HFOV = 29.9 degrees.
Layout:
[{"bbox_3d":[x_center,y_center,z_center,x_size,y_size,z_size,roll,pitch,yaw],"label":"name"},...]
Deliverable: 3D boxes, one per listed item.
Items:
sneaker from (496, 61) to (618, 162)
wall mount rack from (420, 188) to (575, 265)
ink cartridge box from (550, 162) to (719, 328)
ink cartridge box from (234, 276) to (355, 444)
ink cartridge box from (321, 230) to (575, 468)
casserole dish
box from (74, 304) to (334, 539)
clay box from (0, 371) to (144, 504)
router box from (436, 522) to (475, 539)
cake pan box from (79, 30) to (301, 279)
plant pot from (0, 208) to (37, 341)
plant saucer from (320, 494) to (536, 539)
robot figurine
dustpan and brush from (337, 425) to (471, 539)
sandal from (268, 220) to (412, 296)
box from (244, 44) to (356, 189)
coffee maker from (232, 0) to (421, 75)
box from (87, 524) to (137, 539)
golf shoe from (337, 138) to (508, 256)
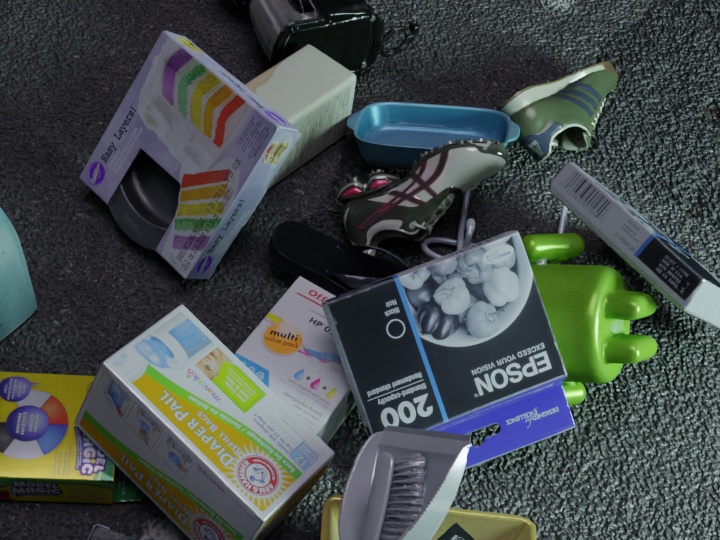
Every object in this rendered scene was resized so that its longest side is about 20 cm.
[{"bbox_3d":[0.253,-0.185,1.629,0.199,0.067,0.090,-22,80,-39],"label":"sneaker"},{"bbox_3d":[0.170,-0.044,1.484,0.198,0.075,0.174,13,25,-1],"label":"wall mount rack"},{"bbox_3d":[0.310,-0.017,1.410,0.198,0.043,0.199,46,12,31],"label":"ink cartridge box"},{"bbox_3d":[-0.047,0.087,1.333,0.114,0.068,0.200,28,51,12],"label":"ink cartridge box"},{"bbox_3d":[0.088,0.090,1.269,0.196,0.043,0.202,-20,93,-5],"label":"ink cartridge box"},{"bbox_3d":[0.083,-0.150,1.547,0.197,0.039,0.122,4,31,8],"label":"casserole dish"},{"bbox_3d":[-0.140,0.150,1.207,0.200,0.102,0.112,42,45,8],"label":"box"},{"bbox_3d":[-0.296,0.153,1.244,0.197,0.048,0.116,2,51,-8],"label":"clay box"},{"bbox_3d":[0.064,0.325,1.097,0.150,0.062,0.199,40,55,20],"label":"router box"},{"bbox_3d":[-0.184,-0.117,1.411,0.184,0.201,0.052,43,18,23],"label":"cake pan box"},{"bbox_3d":[-0.441,-0.021,1.261,0.195,0.201,0.196,32,51,17],"label":"plant pot"},{"bbox_3d":[0.056,0.305,1.184,0.198,0.049,0.201,7,49,-5],"label":"plant saucer"},{"bbox_3d":[0.193,0.052,1.351,0.198,0.178,0.115,1,6,29],"label":"robot figurine"},{"bbox_3d":[0.014,0.228,1.155,0.057,0.139,0.202,22,77,-32],"label":"dustpan and brush"},{"bbox_3d":[-0.001,0.000,1.415,0.198,0.043,0.077,21,45,-6],"label":"sandal"},{"bbox_3d":[-0.100,-0.161,1.514,0.077,0.096,0.200,36,52,22],"label":"box"},{"bbox_3d":[-0.064,-0.331,1.657,0.191,0.135,0.201,2,47,-40],"label":"coffee maker"},{"bbox_3d":[-0.224,0.317,1.119,0.081,0.049,0.201,19,50,5],"label":"box"},{"bbox_3d":[0.074,-0.078,1.460,0.198,0.077,0.089,-21,68,18],"label":"golf shoe"}]
